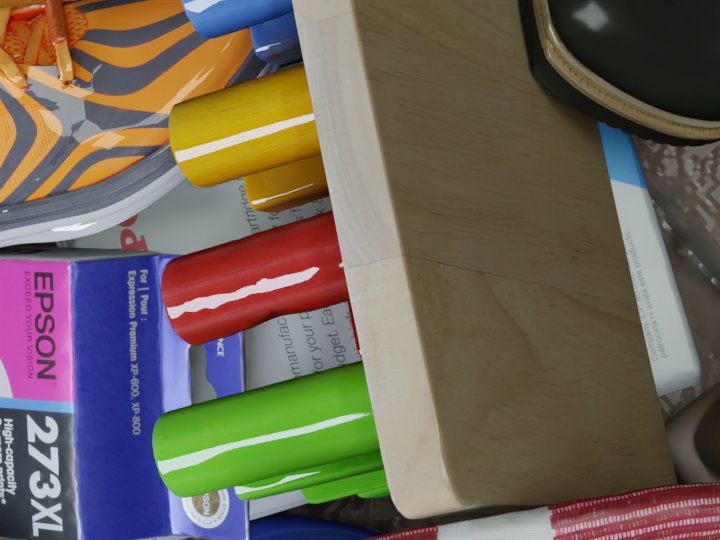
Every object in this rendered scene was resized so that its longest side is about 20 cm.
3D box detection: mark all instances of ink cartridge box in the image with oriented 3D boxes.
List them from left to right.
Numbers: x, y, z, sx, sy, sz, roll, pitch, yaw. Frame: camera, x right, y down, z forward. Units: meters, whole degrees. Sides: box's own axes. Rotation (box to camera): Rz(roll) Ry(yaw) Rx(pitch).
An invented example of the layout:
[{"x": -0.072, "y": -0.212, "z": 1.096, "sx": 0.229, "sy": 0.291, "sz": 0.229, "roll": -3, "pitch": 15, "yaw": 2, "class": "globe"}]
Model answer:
[{"x": -0.127, "y": 0.040, "z": 0.872, "sx": 0.199, "sy": 0.037, "sz": 0.095, "roll": 2, "pitch": 97, "yaw": 31, "class": "ink cartridge box"}, {"x": 0.000, "y": 0.000, "z": 0.914, "sx": 0.199, "sy": 0.085, "sz": 0.145, "roll": -16, "pitch": 87, "yaw": -5, "class": "ink cartridge box"}]

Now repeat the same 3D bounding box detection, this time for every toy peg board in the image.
[{"x": 0.003, "y": -0.017, "z": 0.787, "sx": 0.097, "sy": 0.200, "sz": 0.200, "roll": -16, "pitch": 79, "yaw": 22, "class": "toy peg board"}]

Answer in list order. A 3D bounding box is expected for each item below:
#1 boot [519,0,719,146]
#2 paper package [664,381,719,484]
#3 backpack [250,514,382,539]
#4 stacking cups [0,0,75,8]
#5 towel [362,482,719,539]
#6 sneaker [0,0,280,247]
[{"x": 0.163, "y": -0.095, "z": 0.818, "sx": 0.199, "sy": 0.138, "sz": 0.078, "roll": -2, "pitch": 75, "yaw": -32, "class": "boot"}, {"x": 0.200, "y": 0.100, "z": 0.864, "sx": 0.103, "sy": 0.200, "sz": 0.191, "roll": -35, "pitch": 89, "yaw": -5, "class": "paper package"}, {"x": -0.011, "y": 0.190, "z": 0.865, "sx": 0.162, "sy": 0.168, "sz": 0.201, "roll": 27, "pitch": 86, "yaw": -7, "class": "backpack"}, {"x": -0.085, "y": -0.095, "z": 0.894, "sx": 0.199, "sy": 0.060, "sz": 0.061, "roll": -8, "pitch": 88, "yaw": -24, "class": "stacking cups"}, {"x": 0.025, "y": 0.116, "z": 0.729, "sx": 0.199, "sy": 0.144, "sz": 0.023, "roll": -9, "pitch": 47, "yaw": -3, "class": "towel"}, {"x": -0.128, "y": -0.062, "z": 0.818, "sx": 0.199, "sy": 0.078, "sz": 0.112, "roll": -26, "pitch": 132, "yaw": 6, "class": "sneaker"}]
